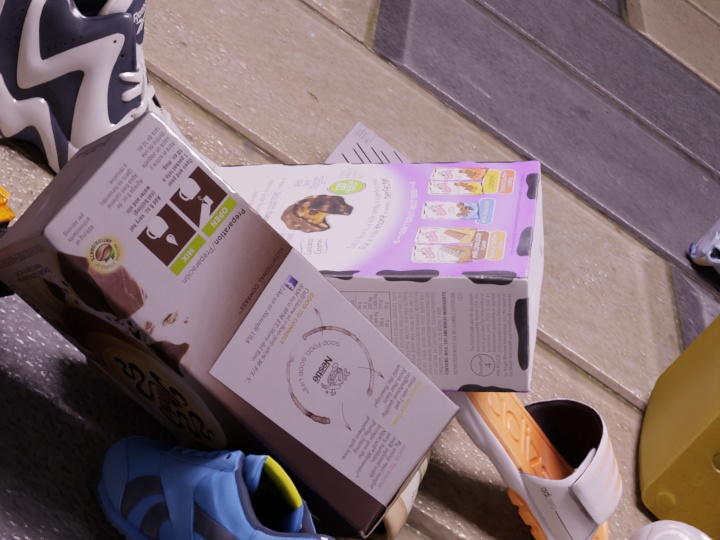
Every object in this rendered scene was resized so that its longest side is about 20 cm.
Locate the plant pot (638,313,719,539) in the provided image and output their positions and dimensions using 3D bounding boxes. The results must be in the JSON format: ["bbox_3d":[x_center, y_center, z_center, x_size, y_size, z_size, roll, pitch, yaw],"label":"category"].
[{"bbox_3d":[0.304,0.120,1.308,0.200,0.200,0.176,41,34,6],"label":"plant pot"}]

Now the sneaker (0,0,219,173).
[{"bbox_3d":[-0.138,-0.115,1.137,0.199,0.130,0.080,31,25,-18],"label":"sneaker"}]

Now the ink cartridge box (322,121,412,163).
[{"bbox_3d":[0.003,-0.034,1.307,0.094,0.044,0.200,37,23,-2],"label":"ink cartridge box"}]

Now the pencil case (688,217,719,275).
[{"bbox_3d":[0.399,0.017,1.755,0.200,0.083,0.091,39,21,-2],"label":"pencil case"}]

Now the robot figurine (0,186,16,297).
[{"bbox_3d":[-0.244,-0.025,0.906,0.145,0.058,0.200,45,24,11],"label":"robot figurine"}]

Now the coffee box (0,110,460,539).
[{"bbox_3d":[-0.066,0.030,0.889,0.200,0.080,0.113,44,-21,-14],"label":"coffee box"}]

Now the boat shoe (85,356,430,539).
[{"bbox_3d":[-0.054,0.078,0.984,0.199,0.074,0.067,26,47,-14],"label":"boat shoe"}]

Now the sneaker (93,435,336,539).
[{"bbox_3d":[-0.060,0.108,0.861,0.066,0.079,0.200,23,7,-30],"label":"sneaker"}]

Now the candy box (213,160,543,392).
[{"bbox_3d":[0.000,0.000,1.075,0.199,0.072,0.168,0,24,9],"label":"candy box"}]

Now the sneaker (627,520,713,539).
[{"bbox_3d":[0.229,0.239,1.129,0.200,0.078,0.099,33,29,7],"label":"sneaker"}]

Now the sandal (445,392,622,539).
[{"bbox_3d":[0.112,0.102,1.125,0.207,0.059,0.079,52,27,-35],"label":"sandal"}]
